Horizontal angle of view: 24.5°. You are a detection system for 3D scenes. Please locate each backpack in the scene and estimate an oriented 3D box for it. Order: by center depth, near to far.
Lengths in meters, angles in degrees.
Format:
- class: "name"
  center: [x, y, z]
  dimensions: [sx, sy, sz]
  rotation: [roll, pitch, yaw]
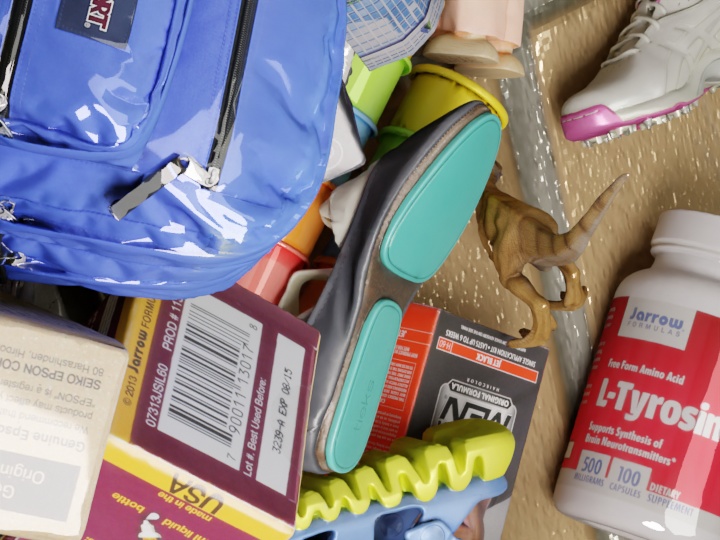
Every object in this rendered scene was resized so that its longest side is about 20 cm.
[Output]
- class: "backpack"
  center: [-0.103, -0.071, 0.574]
  dimensions: [0.198, 0.168, 0.164]
  rotation: [13, 82, -13]

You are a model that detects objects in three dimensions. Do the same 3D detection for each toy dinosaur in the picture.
- class: "toy dinosaur"
  center: [0.091, -0.014, 0.888]
  dimensions: [0.060, 0.200, 0.107]
  rotation: [-27, 112, -10]

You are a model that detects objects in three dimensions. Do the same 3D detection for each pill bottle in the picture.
- class: "pill bottle"
  center: [0.200, 0.070, 1.035]
  dimensions: [0.112, 0.112, 0.201]
  rotation: [25, 79, -40]

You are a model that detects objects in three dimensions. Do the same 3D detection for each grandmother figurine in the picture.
- class: "grandmother figurine"
  center: [0.073, -0.214, 0.924]
  dimensions: [0.121, 0.060, 0.202]
  rotation: [14, 83, -69]

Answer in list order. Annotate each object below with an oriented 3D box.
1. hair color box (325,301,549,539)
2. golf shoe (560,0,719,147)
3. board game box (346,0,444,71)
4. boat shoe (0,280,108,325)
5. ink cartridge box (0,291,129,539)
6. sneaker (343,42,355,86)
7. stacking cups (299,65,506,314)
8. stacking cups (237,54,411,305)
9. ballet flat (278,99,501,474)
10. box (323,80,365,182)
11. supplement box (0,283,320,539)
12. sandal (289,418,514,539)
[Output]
- class: "hair color box"
  center: [0.031, 0.125, 0.929]
  dimensions: [0.101, 0.061, 0.202]
  rotation: [19, 84, -42]
- class: "golf shoe"
  center: [0.186, -0.140, 1.031]
  dimensions: [0.199, 0.075, 0.092]
  rotation: [-29, 99, -37]
- class: "board game box"
  center: [0.002, -0.203, 0.728]
  dimensions: [0.200, 0.061, 0.202]
  rotation: [41, 39, -61]
- class: "boat shoe"
  center: [-0.134, 0.058, 0.771]
  dimensions: [0.072, 0.065, 0.201]
  rotation: [-32, 117, -36]
- class: "ink cartridge box"
  center: [-0.195, 0.032, 0.606]
  dimensions: [0.164, 0.200, 0.076]
  rotation: [15, 89, -26]
- class: "sneaker"
  center: [-0.055, -0.167, 0.805]
  dimensions: [0.080, 0.074, 0.202]
  rotation: [-10, 88, -33]
- class: "stacking cups"
  center: [0.010, -0.009, 0.888]
  dimensions: [0.060, 0.060, 0.201]
  rotation: [35, 77, -38]
- class: "stacking cups"
  center: [-0.022, -0.064, 0.864]
  dimensions: [0.060, 0.060, 0.201]
  rotation: [31, 80, -39]
- class: "ballet flat"
  center: [0.000, 0.000, 0.816]
  dimensions: [0.073, 0.073, 0.201]
  rotation: [28, 83, -40]
- class: "box"
  center: [-0.091, -0.124, 0.714]
  dimensions: [0.121, 0.106, 0.201]
  rotation: [-22, 108, 3]
- class: "supplement box"
  center: [-0.108, 0.100, 0.689]
  dimensions: [0.085, 0.200, 0.111]
  rotation: [30, 38, -19]
- class: "sandal"
  center: [-0.008, 0.140, 0.831]
  dimensions: [0.198, 0.079, 0.088]
  rotation: [-13, 97, -14]
